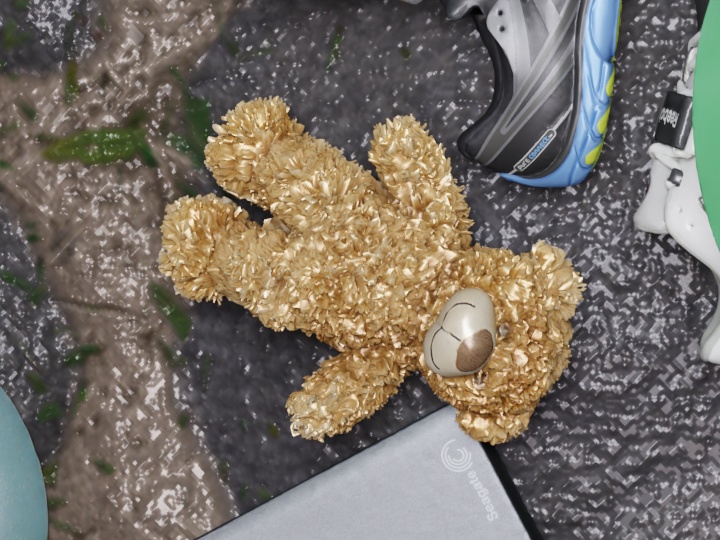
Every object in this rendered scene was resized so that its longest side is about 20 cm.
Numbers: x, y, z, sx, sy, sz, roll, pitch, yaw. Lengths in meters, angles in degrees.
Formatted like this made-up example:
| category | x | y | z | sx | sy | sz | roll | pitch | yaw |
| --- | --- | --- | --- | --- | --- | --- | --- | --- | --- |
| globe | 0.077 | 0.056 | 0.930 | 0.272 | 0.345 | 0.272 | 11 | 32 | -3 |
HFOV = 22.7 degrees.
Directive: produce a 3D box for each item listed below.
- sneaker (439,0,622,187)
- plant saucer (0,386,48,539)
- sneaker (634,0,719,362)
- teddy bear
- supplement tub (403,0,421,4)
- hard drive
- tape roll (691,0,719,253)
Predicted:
| category | x | y | z | sx | sy | sz | roll | pitch | yaw |
| --- | --- | --- | --- | --- | --- | --- | --- | --- | --- |
| sneaker | 0.077 | -0.139 | 0.797 | 0.082 | 0.071 | 0.202 | 5 | 97 | 4 |
| plant saucer | -0.255 | 0.124 | 0.891 | 0.197 | 0.036 | 0.203 | 1 | 93 | 11 |
| sneaker | 0.157 | -0.055 | 0.780 | 0.087 | 0.074 | 0.202 | -14 | 90 | 8 |
| teddy bear | 0.000 | 0.000 | 0.807 | 0.145 | 0.067 | 0.200 | -43 | 74 | -4 |
| supplement tub | -0.047 | -0.208 | 0.778 | 0.198 | 0.145 | 0.146 | 21 | 97 | 9 |
| hard drive | -0.004 | 0.167 | 0.849 | 0.199 | 0.033 | 0.141 | -29 | 88 | 10 |
| tape roll | 0.219 | -0.058 | 0.724 | 0.048 | 0.199 | 0.203 | -6 | 83 | 55 |
